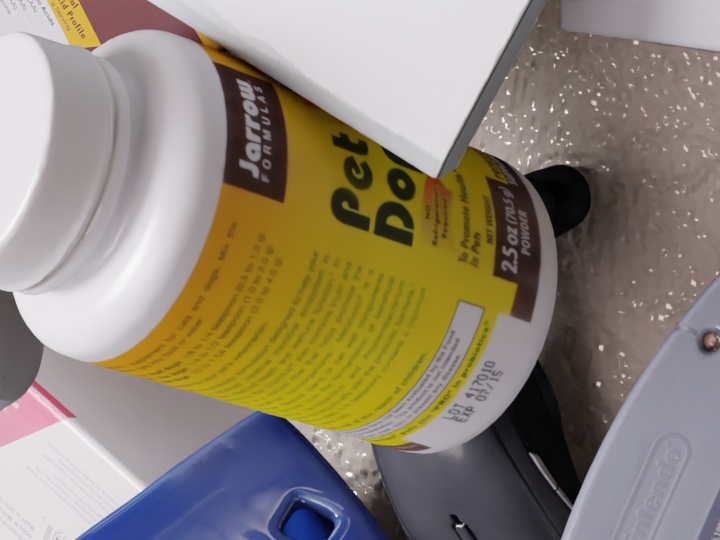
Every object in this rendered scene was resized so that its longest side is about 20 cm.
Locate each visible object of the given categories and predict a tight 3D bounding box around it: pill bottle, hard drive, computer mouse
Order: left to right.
[{"bbox_3d":[-0.039,-0.012,0.868,0.109,0.200,0.110,-26,56,45],"label":"pill bottle"},{"bbox_3d":[-0.027,-0.137,0.827,0.200,0.026,0.132,32,111,11],"label":"hard drive"},{"bbox_3d":[0.076,0.098,0.976,0.140,0.046,0.200,-3,121,29],"label":"computer mouse"}]

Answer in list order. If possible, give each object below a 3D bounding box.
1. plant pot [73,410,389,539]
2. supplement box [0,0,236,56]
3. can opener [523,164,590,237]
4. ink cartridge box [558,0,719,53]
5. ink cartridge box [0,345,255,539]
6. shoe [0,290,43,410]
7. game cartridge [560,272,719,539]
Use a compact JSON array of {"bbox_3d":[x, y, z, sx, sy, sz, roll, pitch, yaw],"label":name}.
[{"bbox_3d":[-0.044,0.210,1.014,0.180,0.200,0.200,36,147,28],"label":"plant pot"},{"bbox_3d":[-0.111,-0.149,0.970,0.200,0.133,0.198,-31,91,43],"label":"supplement box"},{"bbox_3d":[0.000,0.000,1.005,0.200,0.063,0.079,-17,100,42],"label":"can opener"},{"bbox_3d":[0.149,-0.166,0.791,0.175,0.084,0.201,13,119,33],"label":"ink cartridge box"},{"bbox_3d":[-0.134,0.114,1.154,0.146,0.083,0.200,39,130,16],"label":"ink cartridge box"},{"bbox_3d":[-0.187,-0.004,1.066,0.091,0.200,0.072,-27,133,14],"label":"shoe"},{"bbox_3d":[0.136,0.097,0.876,0.133,0.041,0.200,25,86,4],"label":"game cartridge"}]
